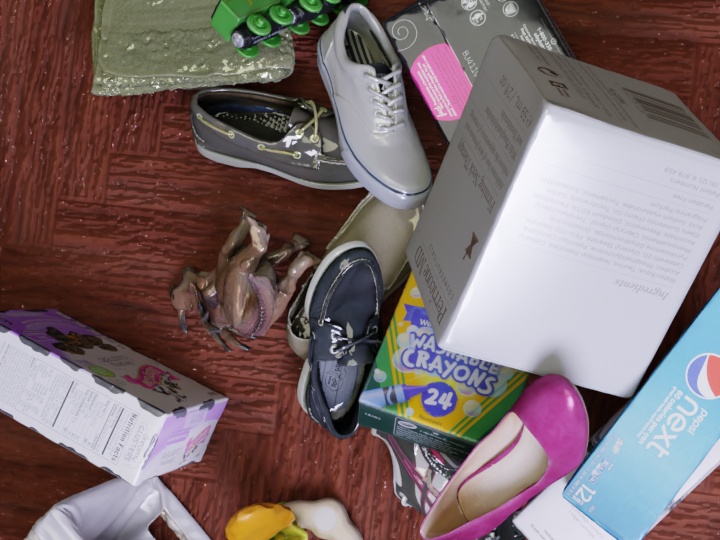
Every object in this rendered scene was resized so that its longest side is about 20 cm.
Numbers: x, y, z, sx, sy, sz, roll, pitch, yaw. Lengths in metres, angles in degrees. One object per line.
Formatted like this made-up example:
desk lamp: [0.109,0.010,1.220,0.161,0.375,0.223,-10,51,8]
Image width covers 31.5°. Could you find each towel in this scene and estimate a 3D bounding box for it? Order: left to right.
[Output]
towel: [-0.157,-0.235,1.190,0.199,0.036,0.149,-4,73,11]

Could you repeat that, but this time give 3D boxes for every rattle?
rattle: [-0.049,0.304,1.124,0.130,0.143,0.201,-4,80,-7]

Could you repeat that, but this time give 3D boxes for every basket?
basket: [-0.225,0.277,1.129,0.123,0.200,0.136,-44,80,11]

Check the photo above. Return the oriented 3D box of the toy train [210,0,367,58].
toy train: [-0.055,-0.243,1.140,0.056,0.200,0.042,46,136,9]

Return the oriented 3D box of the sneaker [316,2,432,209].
sneaker: [0.012,-0.148,1.126,0.073,0.071,0.200,-14,65,-24]

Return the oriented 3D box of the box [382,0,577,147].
box: [0.128,-0.154,1.123,0.132,0.115,0.200,-29,83,7]

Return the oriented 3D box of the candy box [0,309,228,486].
candy box: [-0.242,0.109,1.154,0.200,0.168,0.072,26,94,11]

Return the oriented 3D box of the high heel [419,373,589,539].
high heel: [0.104,0.147,0.963,0.096,0.200,0.067,-24,70,-25]

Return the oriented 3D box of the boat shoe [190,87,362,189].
boat shoe: [-0.062,-0.126,1.177,0.201,0.060,0.072,11,58,12]

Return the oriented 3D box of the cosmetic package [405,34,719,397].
cosmetic package: [0.155,-0.043,0.973,0.166,0.167,0.200,15,114,-15]

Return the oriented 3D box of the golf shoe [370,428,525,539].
golf shoe: [0.084,0.201,1.144,0.088,0.077,0.200,-27,85,36]

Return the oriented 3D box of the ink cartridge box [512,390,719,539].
ink cartridge box: [0.231,0.163,1.067,0.086,0.146,0.200,44,95,12]

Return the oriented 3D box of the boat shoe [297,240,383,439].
boat shoe: [-0.011,0.068,1.111,0.066,0.074,0.200,56,140,43]

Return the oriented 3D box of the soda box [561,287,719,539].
soda box: [0.238,0.109,0.962,0.068,0.064,0.200,38,94,12]

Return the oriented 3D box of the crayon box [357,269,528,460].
crayon box: [0.090,0.058,1.102,0.125,0.052,0.200,18,61,9]

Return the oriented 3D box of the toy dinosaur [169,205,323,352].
toy dinosaur: [-0.104,0.023,1.144,0.086,0.200,0.136,29,95,-18]

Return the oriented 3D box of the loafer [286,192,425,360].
loafer: [0.000,0.000,1.162,0.076,0.068,0.200,33,94,11]

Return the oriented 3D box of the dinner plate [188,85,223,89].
dinner plate: [-0.158,-0.276,1.233,0.200,0.024,0.201,-1,86,11]
